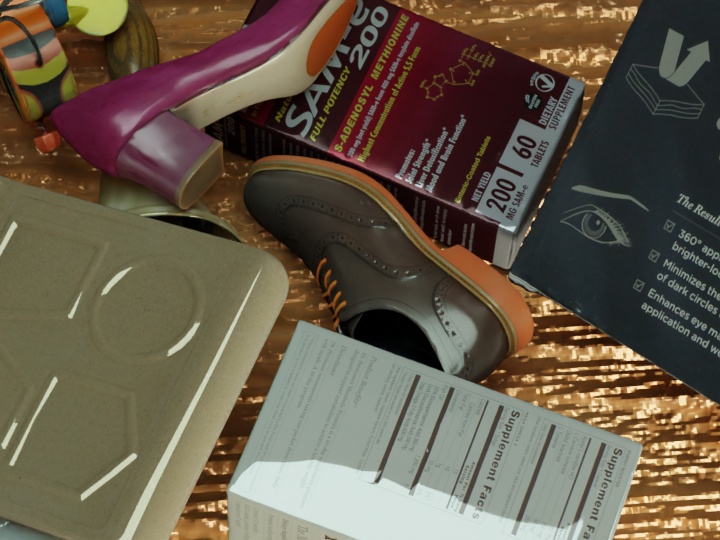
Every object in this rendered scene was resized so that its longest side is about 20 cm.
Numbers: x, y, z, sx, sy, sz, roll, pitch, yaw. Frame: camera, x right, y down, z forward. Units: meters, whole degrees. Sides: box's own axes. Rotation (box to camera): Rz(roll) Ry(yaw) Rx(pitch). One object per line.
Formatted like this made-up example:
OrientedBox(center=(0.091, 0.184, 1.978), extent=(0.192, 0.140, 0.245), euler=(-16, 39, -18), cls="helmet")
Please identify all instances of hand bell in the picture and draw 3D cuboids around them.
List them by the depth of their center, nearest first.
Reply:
OrientedBox(center=(-0.128, -0.082, 1.626), extent=(0.104, 0.104, 0.200), euler=(-7, 56, -4), cls="hand bell")

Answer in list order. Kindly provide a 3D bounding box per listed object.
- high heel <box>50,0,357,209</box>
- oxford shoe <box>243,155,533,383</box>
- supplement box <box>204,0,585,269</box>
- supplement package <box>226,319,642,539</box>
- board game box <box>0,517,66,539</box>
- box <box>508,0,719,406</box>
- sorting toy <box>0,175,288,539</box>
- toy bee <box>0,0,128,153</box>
OrientedBox(center=(-0.082, -0.125, 1.569), extent=(0.096, 0.067, 0.200), euler=(31, 56, 16), cls="high heel")
OrientedBox(center=(0.000, 0.000, 1.572), extent=(0.200, 0.071, 0.073), euler=(31, 57, 28), cls="oxford shoe")
OrientedBox(center=(0.019, -0.093, 1.633), extent=(0.200, 0.061, 0.109), euler=(23, 70, 9), cls="supplement box")
OrientedBox(center=(0.039, 0.126, 1.518), extent=(0.200, 0.114, 0.110), euler=(20, 68, 7), cls="supplement package")
OrientedBox(center=(-0.208, 0.128, 1.489), extent=(0.200, 0.026, 0.200), euler=(6, 55, 20), cls="board game box")
OrientedBox(center=(0.221, -0.034, 1.510), extent=(0.197, 0.117, 0.200), euler=(34, 104, 34), cls="box")
OrientedBox(center=(-0.159, 0.051, 1.489), extent=(0.200, 0.036, 0.185), euler=(17, 68, 21), cls="sorting toy")
OrientedBox(center=(-0.201, -0.123, 1.603), extent=(0.131, 0.200, 0.109), euler=(-15, 111, 9), cls="toy bee")
